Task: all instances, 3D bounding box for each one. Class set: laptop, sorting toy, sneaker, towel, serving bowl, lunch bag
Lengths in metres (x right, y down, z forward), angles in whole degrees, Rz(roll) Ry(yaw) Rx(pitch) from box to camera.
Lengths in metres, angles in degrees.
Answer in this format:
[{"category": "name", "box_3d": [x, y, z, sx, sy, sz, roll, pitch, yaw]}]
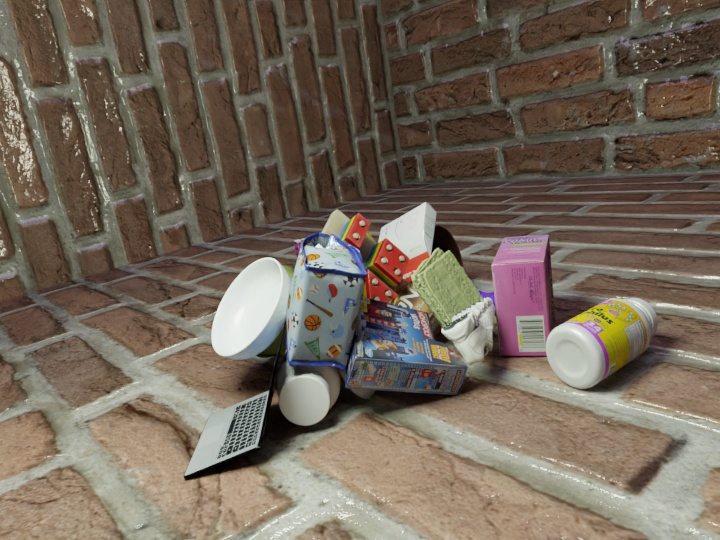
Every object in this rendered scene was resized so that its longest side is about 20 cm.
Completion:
[{"category": "laptop", "box_3d": [-0.195, 0.200, 0.911, 0.196, 0.118, 0.188, -22, 14, 3]}, {"category": "sorting toy", "box_3d": [0.000, 0.000, 1.124, 0.069, 0.199, 0.201, -30, 27, 47]}, {"category": "sneaker", "box_3d": [0.202, 0.105, 0.995, 0.075, 0.082, 0.199, -33, -4, 28]}, {"category": "towel", "box_3d": [0.184, 0.060, 1.106, 0.036, 0.202, 0.148, -37, 0, 42]}, {"category": "serving bowl", "box_3d": [-0.193, 0.080, 1.064, 0.198, 0.065, 0.204, -30, 42, 31]}, {"category": "lunch bag", "box_3d": [-0.063, 0.042, 0.948, 0.121, 0.174, 0.200, 9, 16, -16]}]

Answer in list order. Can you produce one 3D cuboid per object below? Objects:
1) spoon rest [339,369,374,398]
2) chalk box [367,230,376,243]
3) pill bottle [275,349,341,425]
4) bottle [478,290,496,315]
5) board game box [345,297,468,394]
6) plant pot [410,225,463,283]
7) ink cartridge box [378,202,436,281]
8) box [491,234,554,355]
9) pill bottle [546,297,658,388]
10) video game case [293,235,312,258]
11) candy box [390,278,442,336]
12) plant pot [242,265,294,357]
[{"category": "spoon rest", "box_3d": [0.016, 0.172, 1.035, 0.060, 0.101, 0.199, -38, -12, 27]}, {"category": "chalk box", "box_3d": [-0.049, 0.002, 1.272, 0.124, 0.125, 0.199, -41, 9, -36]}, {"category": "pill bottle", "box_3d": [-0.087, 0.180, 0.987, 0.109, 0.115, 0.200, -9, 14, 3]}, {"category": "bottle", "box_3d": [0.217, 0.084, 1.235, 0.195, 0.067, 0.084, -9, 26, 3]}, {"category": "board game box", "box_3d": [0.075, 0.136, 0.966, 0.195, 0.063, 0.201, 15, 25, -8]}, {"category": "plant pot", "box_3d": [0.131, 0.002, 1.432, 0.197, 0.191, 0.186, -14, 9, 38]}, {"category": "ink cartridge box", "box_3d": [0.099, -0.040, 1.318, 0.161, 0.057, 0.203, -26, 38, 44]}, {"category": "box", "box_3d": [0.322, 0.043, 1.101, 0.094, 0.181, 0.200, -4, 15, 21]}, {"category": "pill bottle", "box_3d": [0.406, 0.111, 0.936, 0.197, 0.107, 0.103, -19, 17, -32]}, {"category": "video game case", "box_3d": [-0.073, 0.000, 1.485, 0.178, 0.205, 0.036, -16, 17, -25]}, {"category": "candy box", "box_3d": [0.084, 0.085, 1.191, 0.115, 0.056, 0.199, -43, 36, -13]}, {"category": "plant pot", "box_3d": [-0.112, 0.109, 1.176, 0.187, 0.205, 0.199, 14, 25, 33]}]
